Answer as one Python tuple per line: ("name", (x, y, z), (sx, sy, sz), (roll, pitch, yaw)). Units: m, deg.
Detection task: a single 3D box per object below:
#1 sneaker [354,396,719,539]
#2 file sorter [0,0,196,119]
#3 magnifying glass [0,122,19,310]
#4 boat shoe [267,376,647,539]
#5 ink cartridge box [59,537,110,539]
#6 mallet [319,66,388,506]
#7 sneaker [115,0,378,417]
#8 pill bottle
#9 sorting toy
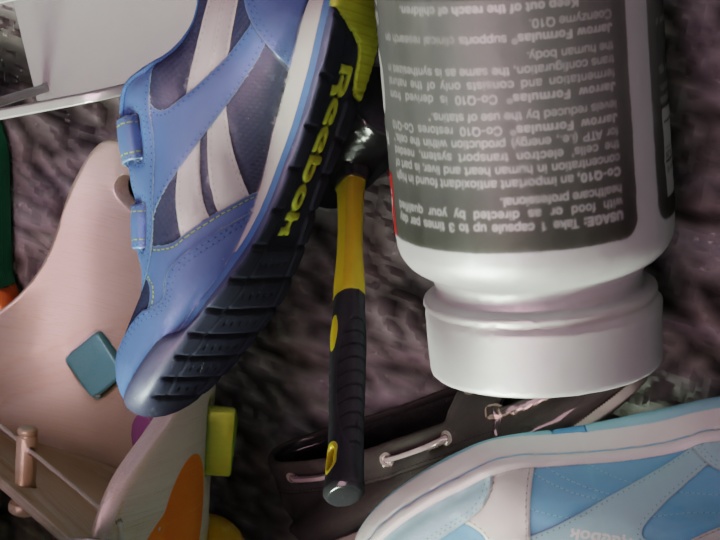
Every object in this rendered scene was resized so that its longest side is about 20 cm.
("sneaker", (0.097, 0.128, 0.767), (0.200, 0.131, 0.080), (-17, 135, 7))
("file sorter", (-0.142, -0.171, 0.857), (0.139, 0.125, 0.200), (-7, 101, 31))
("magnifying glass", (-0.196, -0.009, 0.997), (0.080, 0.022, 0.200), (-18, 96, 32))
("boat shoe", (0.034, 0.072, 0.863), (0.200, 0.067, 0.057), (-31, 92, 36))
("ink cartridge box", (-0.134, 0.197, 0.858), (0.200, 0.041, 0.200), (-11, 127, 37))
("mallet", (0.000, 0.000, 0.803), (0.041, 0.200, 0.066), (18, 134, -23))
("sneaker", (-0.061, -0.038, 0.795), (0.082, 0.074, 0.200), (23, 91, 16))
("pill bottle", (0.066, -0.058, 0.777), (0.114, 0.114, 0.200), (3, 106, 29))
("sorting toy", (-0.107, 0.035, 0.905), (0.200, 0.107, 0.180), (25, 107, 54))
